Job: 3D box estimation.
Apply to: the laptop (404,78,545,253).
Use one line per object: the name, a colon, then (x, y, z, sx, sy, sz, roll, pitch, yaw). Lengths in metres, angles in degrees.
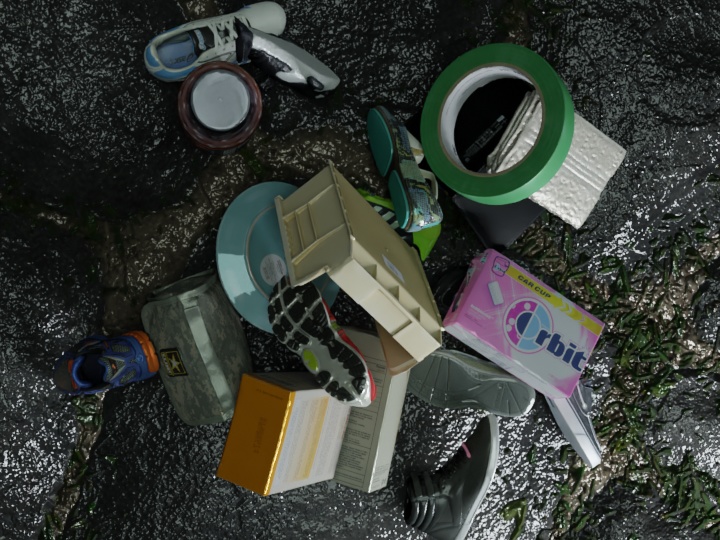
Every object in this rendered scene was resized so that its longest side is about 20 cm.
laptop: (0.181, -0.163, 1.398, 0.187, 0.116, 0.200, -44, 70, -5)

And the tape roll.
tape roll: (0.176, -0.189, 1.288, 0.197, 0.048, 0.204, -6, 78, 28)

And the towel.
towel: (0.268, -0.152, 1.363, 0.198, 0.034, 0.134, 27, 99, -33)

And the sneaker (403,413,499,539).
sneaker: (0.121, 0.283, 1.370, 0.098, 0.071, 0.203, 17, 105, -12)

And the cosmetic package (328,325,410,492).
cosmetic package: (0.000, 0.183, 1.338, 0.104, 0.071, 0.204, 14, 92, 22)

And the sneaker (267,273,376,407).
sneaker: (-0.048, 0.092, 1.242, 0.077, 0.085, 0.201, -36, 65, 5)

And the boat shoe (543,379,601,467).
boat shoe: (0.301, 0.179, 1.410, 0.067, 0.072, 0.202, -28, 90, -5)

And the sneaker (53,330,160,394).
sneaker: (-0.338, 0.119, 1.250, 0.078, 0.198, 0.077, -17, 88, -47)

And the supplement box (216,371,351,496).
supplement box: (-0.087, 0.195, 1.225, 0.072, 0.199, 0.128, 16, 91, 23)

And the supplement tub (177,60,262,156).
supplement tub: (-0.176, -0.202, 1.241, 0.105, 0.200, 0.109, 0, 92, -8)

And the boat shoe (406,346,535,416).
boat shoe: (0.144, 0.151, 1.388, 0.198, 0.065, 0.076, 12, 103, -5)

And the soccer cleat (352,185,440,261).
soccer cleat: (0.013, -0.068, 1.350, 0.197, 0.068, 0.082, 17, 103, -10)

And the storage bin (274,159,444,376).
storage bin: (0.000, 0.000, 1.234, 0.093, 0.200, 0.200, -35, 126, 15)

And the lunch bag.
lunch bag: (-0.201, 0.096, 1.254, 0.116, 0.200, 0.167, -20, 97, -8)

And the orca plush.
orca plush: (-0.107, -0.251, 1.279, 0.071, 0.199, 0.105, -47, 73, 20)

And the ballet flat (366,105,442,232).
ballet flat: (0.061, -0.135, 1.322, 0.073, 0.075, 0.203, -10, 61, -8)

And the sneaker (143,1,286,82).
sneaker: (-0.186, -0.299, 1.299, 0.197, 0.072, 0.073, -23, 95, -9)

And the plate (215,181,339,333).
plate: (-0.098, -0.018, 1.305, 0.198, 0.025, 0.204, 7, 79, -37)

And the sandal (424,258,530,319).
sandal: (0.145, 0.024, 1.382, 0.197, 0.048, 0.077, -15, 95, -8)

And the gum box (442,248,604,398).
gum box: (0.213, 0.071, 1.337, 0.198, 0.066, 0.115, 32, 75, -7)
